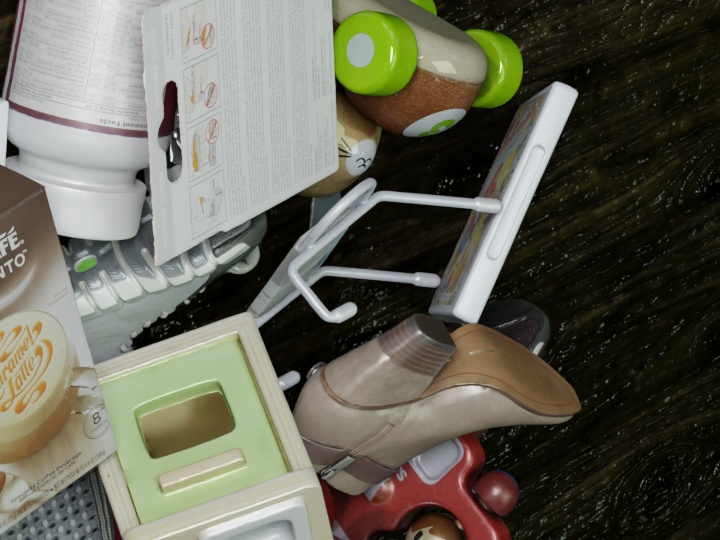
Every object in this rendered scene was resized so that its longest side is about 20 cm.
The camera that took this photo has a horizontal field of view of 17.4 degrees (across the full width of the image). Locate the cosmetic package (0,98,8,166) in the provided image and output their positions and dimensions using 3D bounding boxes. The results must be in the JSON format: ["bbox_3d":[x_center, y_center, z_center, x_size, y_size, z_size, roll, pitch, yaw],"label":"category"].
[{"bbox_3d":[-0.291,-0.004,1.413,0.150,0.052,0.201,-13,117,-46],"label":"cosmetic package"}]

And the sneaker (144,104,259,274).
[{"bbox_3d":[-0.105,-0.086,1.554,0.074,0.088,0.201,-36,129,-30],"label":"sneaker"}]

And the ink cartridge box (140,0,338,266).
[{"bbox_3d":[-0.086,-0.110,1.440,0.200,0.050,0.162,-30,125,-50],"label":"ink cartridge box"}]

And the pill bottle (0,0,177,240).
[{"bbox_3d":[-0.164,-0.127,1.451,0.109,0.109,0.201,-1,108,-47],"label":"pill bottle"}]

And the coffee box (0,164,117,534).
[{"bbox_3d":[-0.231,0.048,1.402,0.114,0.080,0.201,-37,132,-31],"label":"coffee box"}]

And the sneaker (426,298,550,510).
[{"bbox_3d":[0.080,0.115,1.856,0.200,0.076,0.116,-42,143,-3],"label":"sneaker"}]

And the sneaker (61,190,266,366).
[{"bbox_3d":[-0.147,0.019,1.540,0.199,0.075,0.116,-21,142,-1],"label":"sneaker"}]

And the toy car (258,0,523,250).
[{"bbox_3d":[-0.011,-0.096,1.617,0.164,0.158,0.201,0,119,-55],"label":"toy car"}]

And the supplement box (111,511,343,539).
[{"bbox_3d":[-0.080,0.227,1.631,0.086,0.200,0.111,-28,125,-38],"label":"supplement box"}]

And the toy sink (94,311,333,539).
[{"bbox_3d":[-0.093,0.147,1.506,0.130,0.200,0.112,-19,147,-6],"label":"toy sink"}]

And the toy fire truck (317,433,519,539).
[{"bbox_3d":[0.027,0.177,1.719,0.168,0.200,0.112,-45,157,16],"label":"toy fire truck"}]

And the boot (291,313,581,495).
[{"bbox_3d":[0.042,0.104,1.651,0.200,0.070,0.146,26,119,-37],"label":"boot"}]

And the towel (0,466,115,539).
[{"bbox_3d":[-0.243,0.200,1.570,0.200,0.034,0.193,-26,125,-38],"label":"towel"}]

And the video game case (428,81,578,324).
[{"bbox_3d":[0.103,-0.047,1.750,0.200,0.023,0.183,161,-47,-87],"label":"video game case"}]

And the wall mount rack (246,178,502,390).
[{"bbox_3d":[0.000,0.000,1.638,0.174,0.075,0.200,-38,173,-34],"label":"wall mount rack"}]
